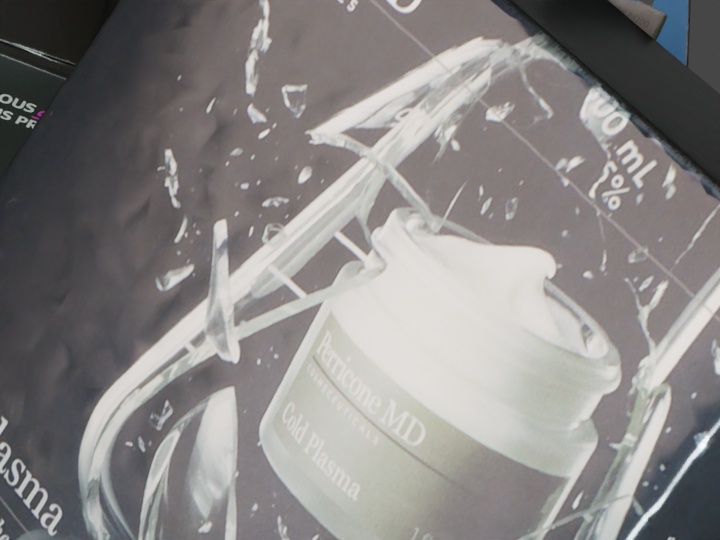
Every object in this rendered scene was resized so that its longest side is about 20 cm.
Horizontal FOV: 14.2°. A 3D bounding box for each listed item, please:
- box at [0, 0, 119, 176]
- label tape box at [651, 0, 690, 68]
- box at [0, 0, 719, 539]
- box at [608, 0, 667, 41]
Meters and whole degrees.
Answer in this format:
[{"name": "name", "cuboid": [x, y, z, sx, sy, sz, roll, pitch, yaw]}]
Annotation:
[{"name": "box", "cuboid": [-0.135, -0.085, 0.997, 0.200, 0.124, 0.149, -43, 32, 54]}, {"name": "label tape box", "cuboid": [0.012, -0.057, 0.897, 0.200, 0.063, 0.145, -35, 38, 42]}, {"name": "box", "cuboid": [0.012, 0.033, 0.673, 0.200, 0.124, 0.197, 44, 104, 34]}, {"name": "box", "cuboid": [0.000, 0.000, 0.793, 0.122, 0.048, 0.200, 29, 99, 25]}]
